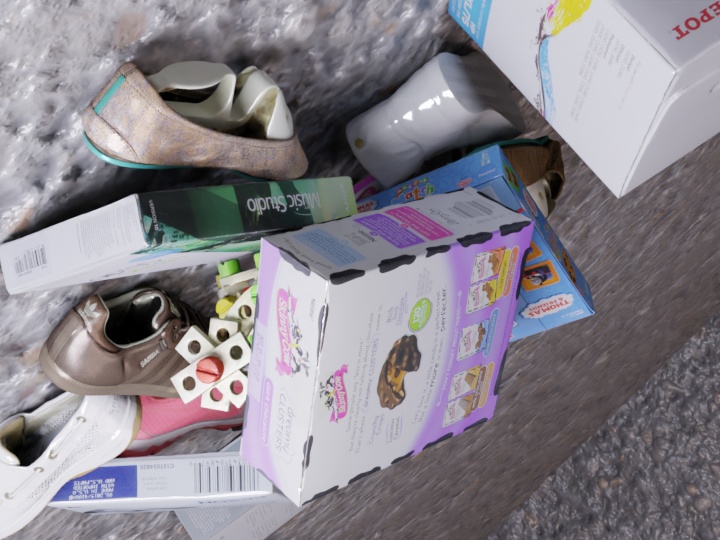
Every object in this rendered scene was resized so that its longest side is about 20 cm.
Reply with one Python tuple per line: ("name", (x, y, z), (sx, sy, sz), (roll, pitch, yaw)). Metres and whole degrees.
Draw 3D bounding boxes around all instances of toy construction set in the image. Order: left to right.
("toy construction set", (-0.072, 0.027, 0.867), (0.129, 0.094, 0.200), (-15, -166, 13))

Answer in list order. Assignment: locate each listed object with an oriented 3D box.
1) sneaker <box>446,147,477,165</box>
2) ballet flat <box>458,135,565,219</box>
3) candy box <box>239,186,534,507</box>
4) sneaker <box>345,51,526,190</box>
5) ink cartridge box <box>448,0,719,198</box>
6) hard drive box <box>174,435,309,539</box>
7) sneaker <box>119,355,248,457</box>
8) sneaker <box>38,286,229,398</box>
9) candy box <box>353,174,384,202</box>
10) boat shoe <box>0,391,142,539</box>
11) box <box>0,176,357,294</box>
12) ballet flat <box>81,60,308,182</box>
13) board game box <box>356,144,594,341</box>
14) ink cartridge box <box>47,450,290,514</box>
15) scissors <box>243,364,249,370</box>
("sneaker", (0.099, -0.071, 1.055), (0.077, 0.093, 0.199), (-24, 173, 20))
("ballet flat", (0.136, -0.072, 0.981), (0.067, 0.073, 0.200), (-21, 179, 21))
("candy box", (0.019, 0.046, 0.806), (0.198, 0.071, 0.170), (-16, 125, -41))
("sneaker", (0.057, -0.118, 0.941), (0.115, 0.075, 0.199), (-31, 168, 24))
("ink cartridge box", (0.182, -0.190, 0.800), (0.145, 0.201, 0.147), (-30, 158, -19))
("hard drive box", (-0.116, 0.247, 1.347), (0.198, 0.077, 0.156), (-34, 159, -14))
("sneaker", (-0.135, 0.100, 1.026), (0.198, 0.074, 0.087), (-21, 151, -40))
("sneaker", (-0.153, 0.052, 0.905), (0.076, 0.071, 0.199), (-50, 157, 24))
("candy box", (0.000, 0.000, 1.068), (0.136, 0.061, 0.200), (-36, 160, -2))
("boat shoe", (-0.265, 0.145, 0.922), (0.199, 0.071, 0.069), (-37, 134, 15))
("box", (-0.115, -0.025, 0.770), (0.143, 0.037, 0.199), (-15, 179, 39))
("ballet flat", (-0.086, -0.096, 0.734), (0.199, 0.068, 0.068), (-6, 132, -58))
("board game box", (0.087, -0.004, 0.956), (0.149, 0.037, 0.200), (-20, 137, 21))
("ink cartridge box", (-0.158, 0.194, 1.044), (0.196, 0.041, 0.200), (-4, 167, 4))
("scissors", (-0.040, 0.087, 1.085), (0.198, 0.014, 0.073), (-16, 153, -41))
